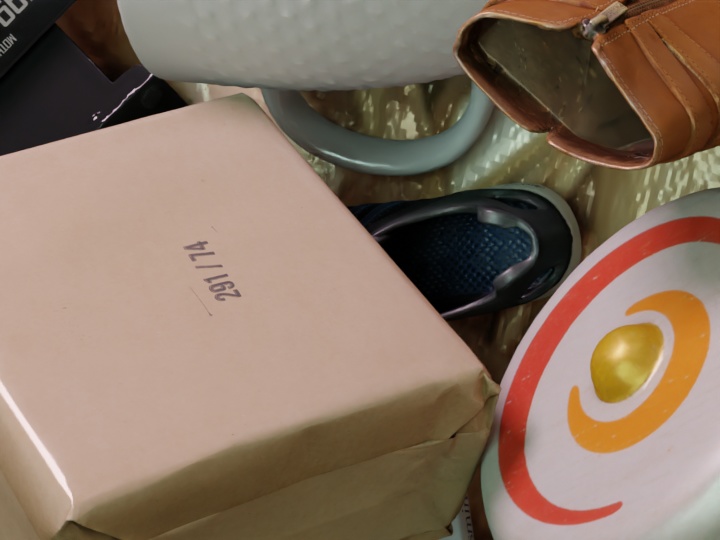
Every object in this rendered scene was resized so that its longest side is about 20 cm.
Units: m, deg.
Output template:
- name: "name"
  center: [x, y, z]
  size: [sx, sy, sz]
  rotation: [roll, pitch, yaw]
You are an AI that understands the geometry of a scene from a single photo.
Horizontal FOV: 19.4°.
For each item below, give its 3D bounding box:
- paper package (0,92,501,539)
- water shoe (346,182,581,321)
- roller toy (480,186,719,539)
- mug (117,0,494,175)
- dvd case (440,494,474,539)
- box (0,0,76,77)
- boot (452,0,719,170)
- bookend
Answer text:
- name: "paper package"
  center: [-0.080, 0.039, 0.861]
  size: [0.200, 0.190, 0.104]
  rotation: [50, 145, 37]
- name: "water shoe"
  center: [0.000, 0.000, 0.968]
  size: [0.200, 0.079, 0.072]
  rotation: [-18, 86, 26]
- name: "roller toy"
  center: [0.144, 0.066, 0.827]
  size: [0.183, 0.140, 0.200]
  rotation: [-55, 27, 0]
- name: "mug"
  center: [0.001, -0.130, 0.937]
  size: [0.175, 0.148, 0.200]
  rotation: [5, 126, 16]
- name: "dvd case"
  center: [-0.014, 0.141, 0.966]
  size: [0.143, 0.018, 0.200]
  rotation: [-13, 77, 23]
- name: "box"
  center: [-0.230, -0.132, 1.019]
  size: [0.200, 0.050, 0.158]
  rotation: [-47, 49, -5]
- name: "boot"
  center: [0.141, -0.064, 0.812]
  size: [0.200, 0.155, 0.074]
  rotation: [22, 113, 19]
- name: "bookend"
  center: [-0.197, -0.052, 1.043]
  size: [0.199, 0.092, 0.200]
  rotation: [-45, 51, -1]
